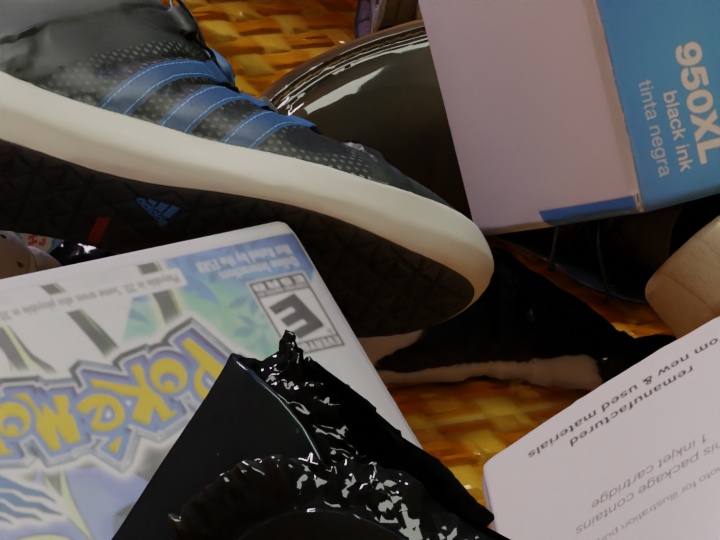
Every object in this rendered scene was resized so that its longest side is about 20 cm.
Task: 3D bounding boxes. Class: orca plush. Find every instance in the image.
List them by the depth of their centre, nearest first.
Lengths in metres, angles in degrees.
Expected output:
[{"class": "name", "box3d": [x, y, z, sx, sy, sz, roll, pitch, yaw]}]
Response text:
[{"class": "orca plush", "box3d": [0.000, 0.000, 0.817, 0.199, 0.071, 0.105, 11, 28, 4]}]

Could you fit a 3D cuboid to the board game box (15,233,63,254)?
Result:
[{"class": "board game box", "box3d": [-0.166, -0.099, 0.871, 0.200, 0.152, 0.037, 27, 34, 32]}]

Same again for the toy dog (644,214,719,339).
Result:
[{"class": "toy dog", "box3d": [0.154, 0.019, 0.809, 0.199, 0.096, 0.132, -3, 62, -38]}]

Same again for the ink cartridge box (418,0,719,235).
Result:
[{"class": "ink cartridge box", "box3d": [0.138, -0.075, 0.813, 0.199, 0.085, 0.145, -15, 2, -16]}]

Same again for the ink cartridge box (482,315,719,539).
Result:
[{"class": "ink cartridge box", "box3d": [0.105, 0.121, 0.533, 0.086, 0.147, 0.200, -34, 27, 12]}]

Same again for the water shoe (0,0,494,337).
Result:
[{"class": "water shoe", "box3d": [-0.050, -0.043, 0.758, 0.199, 0.072, 0.079, 18, 58, -19]}]

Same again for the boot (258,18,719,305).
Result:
[{"class": "boot", "box3d": [0.066, -0.036, 0.899, 0.199, 0.075, 0.097, -4, 28, -26]}]

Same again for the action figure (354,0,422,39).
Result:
[{"class": "action figure", "box3d": [0.042, -0.158, 0.979, 0.129, 0.201, 0.070, 4, 40, -1]}]

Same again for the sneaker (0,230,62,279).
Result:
[{"class": "sneaker", "box3d": [-0.120, 0.020, 0.741, 0.092, 0.076, 0.200, -3, 31, -16]}]

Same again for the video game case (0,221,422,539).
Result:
[{"class": "video game case", "box3d": [-0.061, 0.078, 0.636, 0.199, 0.022, 0.183, -12, 58, -34]}]

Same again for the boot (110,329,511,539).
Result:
[{"class": "boot", "box3d": [-0.014, 0.123, 0.466, 0.076, 0.168, 0.200, 35, 10, -48]}]
